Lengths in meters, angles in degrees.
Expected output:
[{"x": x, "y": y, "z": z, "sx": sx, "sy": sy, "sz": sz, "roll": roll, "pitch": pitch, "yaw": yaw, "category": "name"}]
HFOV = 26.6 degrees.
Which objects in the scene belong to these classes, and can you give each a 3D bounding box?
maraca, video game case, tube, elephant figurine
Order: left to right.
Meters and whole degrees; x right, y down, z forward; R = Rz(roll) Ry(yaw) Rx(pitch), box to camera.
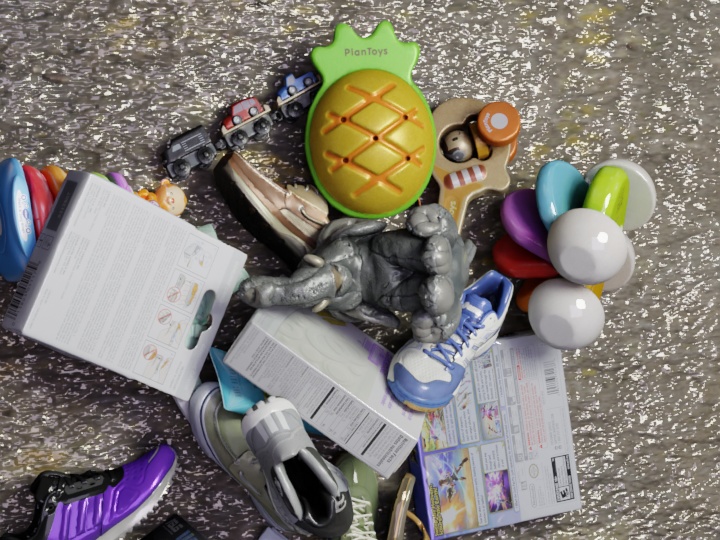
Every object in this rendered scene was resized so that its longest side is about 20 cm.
[{"x": -0.068, "y": 0.132, "z": 1.546, "sx": 0.199, "sy": 0.078, "sz": 0.050, "roll": 20, "pitch": 121, "yaw": -37, "category": "tube"}, {"x": 0.000, "y": 0.000, "z": 1.507, "sx": 0.198, "sy": 0.156, "sz": 0.143, "roll": -3, "pitch": 57, "yaw": 16, "category": "elephant figurine"}, {"x": 0.009, "y": -0.153, "z": 1.558, "sx": 0.136, "sy": 0.107, "sz": 0.202, "roll": -4, "pitch": 91, "yaw": -9, "category": "maraca"}, {"x": 0.138, "y": 0.175, "z": 1.648, "sx": 0.180, "sy": 0.045, "sz": 0.202, "roll": -9, "pitch": 92, "yaw": -18, "category": "video game case"}]

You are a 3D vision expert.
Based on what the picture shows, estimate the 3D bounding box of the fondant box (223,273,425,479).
[{"x": -0.028, "y": 0.103, "z": 1.522, "sx": 0.199, "sy": 0.144, "sz": 0.058, "roll": 37, "pitch": 111, "yaw": -4, "category": "fondant box"}]

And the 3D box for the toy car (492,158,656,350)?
[{"x": 0.215, "y": -0.031, "z": 1.611, "sx": 0.149, "sy": 0.201, "sz": 0.175, "roll": 23, "pitch": 40, "yaw": 15, "category": "toy car"}]

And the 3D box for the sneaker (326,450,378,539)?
[{"x": -0.001, "y": 0.286, "z": 1.567, "sx": 0.067, "sy": 0.090, "sz": 0.202, "roll": 12, "pitch": 78, "yaw": -23, "category": "sneaker"}]

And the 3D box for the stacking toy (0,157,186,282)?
[{"x": -0.262, "y": -0.058, "z": 1.502, "sx": 0.198, "sy": 0.110, "sz": 0.117, "roll": -8, "pitch": 90, "yaw": -28, "category": "stacking toy"}]

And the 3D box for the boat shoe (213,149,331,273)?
[{"x": -0.068, "y": -0.053, "z": 1.573, "sx": 0.200, "sy": 0.075, "sz": 0.074, "roll": 47, "pitch": 72, "yaw": -21, "category": "boat shoe"}]

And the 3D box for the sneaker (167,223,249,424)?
[{"x": -0.157, "y": 0.053, "z": 1.536, "sx": 0.117, "sy": 0.074, "sz": 0.202, "roll": -19, "pitch": 93, "yaw": -10, "category": "sneaker"}]

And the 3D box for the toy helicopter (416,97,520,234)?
[{"x": 0.092, "y": -0.090, "z": 1.613, "sx": 0.131, "sy": 0.079, "sz": 0.202, "roll": 11, "pitch": 75, "yaw": 5, "category": "toy helicopter"}]

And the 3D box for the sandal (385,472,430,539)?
[{"x": 0.050, "y": 0.314, "z": 1.593, "sx": 0.053, "sy": 0.080, "sz": 0.202, "roll": 3, "pitch": 83, "yaw": -1, "category": "sandal"}]

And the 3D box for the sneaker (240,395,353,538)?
[{"x": -0.047, "y": 0.220, "z": 1.451, "sx": 0.075, "sy": 0.116, "sz": 0.201, "roll": -33, "pitch": 130, "yaw": -3, "category": "sneaker"}]

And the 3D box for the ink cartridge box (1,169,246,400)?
[{"x": -0.223, "y": 0.017, "z": 1.460, "sx": 0.199, "sy": 0.057, "sz": 0.164, "roll": 29, "pitch": 81, "yaw": -42, "category": "ink cartridge box"}]

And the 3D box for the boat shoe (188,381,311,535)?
[{"x": -0.099, "y": 0.189, "z": 1.534, "sx": 0.072, "sy": 0.062, "sz": 0.201, "roll": -50, "pitch": 124, "yaw": -24, "category": "boat shoe"}]

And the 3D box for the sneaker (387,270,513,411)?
[{"x": 0.092, "y": 0.064, "z": 1.541, "sx": 0.075, "sy": 0.089, "sz": 0.200, "roll": 31, "pitch": 37, "yaw": 9, "category": "sneaker"}]

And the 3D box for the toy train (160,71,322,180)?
[{"x": -0.118, "y": -0.154, "z": 1.574, "sx": 0.199, "sy": 0.034, "sz": 0.046, "roll": -29, "pitch": 88, "yaw": -15, "category": "toy train"}]

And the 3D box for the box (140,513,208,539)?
[{"x": -0.209, "y": 0.315, "z": 1.457, "sx": 0.161, "sy": 0.200, "sz": 0.049, "roll": -35, "pitch": 102, "yaw": -14, "category": "box"}]

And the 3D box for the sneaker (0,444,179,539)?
[{"x": -0.272, "y": 0.227, "z": 1.505, "sx": 0.200, "sy": 0.070, "sz": 0.100, "roll": -43, "pitch": 100, "yaw": -14, "category": "sneaker"}]

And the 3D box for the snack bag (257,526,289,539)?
[{"x": -0.082, "y": 0.401, "z": 1.589, "sx": 0.188, "sy": 0.021, "sz": 0.201, "roll": 39, "pitch": 76, "yaw": -15, "category": "snack bag"}]
